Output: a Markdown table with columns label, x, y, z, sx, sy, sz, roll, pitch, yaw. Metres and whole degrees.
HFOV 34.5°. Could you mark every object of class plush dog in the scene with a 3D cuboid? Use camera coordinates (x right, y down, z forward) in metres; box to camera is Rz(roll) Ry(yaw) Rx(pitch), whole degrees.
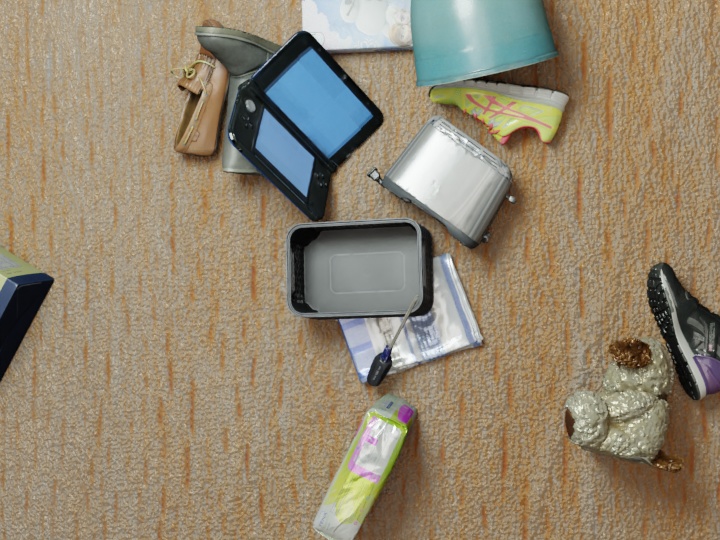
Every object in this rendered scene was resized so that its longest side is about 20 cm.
| label | x | y | z | sx | sy | sz | roll | pitch | yaw |
| --- | --- | --- | --- | --- | --- | --- | --- | --- | --- |
| plush dog | 0.378 | 0.174 | 1.589 | 0.160 | 0.200 | 0.172 | 13 | 82 | 23 |

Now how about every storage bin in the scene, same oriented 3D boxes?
| label | x | y | z | sx | sy | sz | roll | pitch | yaw |
| --- | --- | --- | --- | --- | --- | --- | --- | --- | --- |
| storage bin | 0.000 | 0.000 | 1.678 | 0.199 | 0.094 | 0.136 | -3 | 85 | 14 |

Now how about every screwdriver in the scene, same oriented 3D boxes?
| label | x | y | z | sx | sy | sz | roll | pitch | yaw |
| --- | --- | --- | --- | --- | --- | --- | --- | --- | --- |
| screwdriver | 0.045 | 0.096 | 1.645 | 0.029 | 0.028 | 0.200 | 48 | 138 | 28 |

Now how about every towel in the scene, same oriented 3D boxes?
| label | x | y | z | sx | sy | sz | roll | pitch | yaw |
| --- | --- | --- | --- | --- | --- | --- | --- | --- | --- |
| towel | 0.067 | 0.072 | 1.719 | 0.199 | 0.024 | 0.147 | -20 | 89 | 9 |

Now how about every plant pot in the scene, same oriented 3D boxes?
| label | x | y | z | sx | sy | sz | roll | pitch | yaw |
| --- | --- | --- | --- | --- | --- | --- | --- | --- | --- |
| plant pot | 0.154 | -0.364 | 1.582 | 0.199 | 0.200 | 0.189 | -11 | 101 | 9 |

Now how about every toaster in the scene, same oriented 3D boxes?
| label | x | y | z | sx | sy | sz | roll | pitch | yaw |
| --- | --- | --- | --- | --- | --- | --- | --- | --- | --- |
| toaster | 0.124 | -0.131 | 1.658 | 0.200 | 0.114 | 0.129 | 36 | 93 | 8 |

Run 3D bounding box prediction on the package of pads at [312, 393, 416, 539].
| label | x | y | z | sx | sy | sz | roll | pitch | yaw |
| --- | --- | --- | --- | --- | --- | --- | --- | --- | --- |
| package of pads | 0.009 | 0.285 | 1.671 | 0.068 | 0.154 | 0.200 | 26 | 96 | 7 |

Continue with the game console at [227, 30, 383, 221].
| label | x | y | z | sx | sy | sz | roll | pitch | yaw |
| --- | --- | --- | --- | --- | --- | --- | --- | --- | --- |
| game console | -0.073 | -0.202 | 1.639 | 0.118 | 0.171 | 0.200 | -25 | 128 | 30 |

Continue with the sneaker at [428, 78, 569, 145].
| label | x | y | z | sx | sy | sz | roll | pitch | yaw |
| --- | --- | --- | --- | --- | --- | --- | --- | --- | --- |
| sneaker | 0.193 | -0.227 | 1.661 | 0.199 | 0.078 | 0.091 | 10 | 101 | 10 |

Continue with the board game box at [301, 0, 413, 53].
| label | x | y | z | sx | sy | sz | roll | pitch | yaw |
| --- | --- | --- | --- | --- | --- | --- | --- | --- | --- |
| board game box | 0.013 | -0.422 | 1.695 | 0.198 | 0.043 | 0.201 | -1 | 92 | 9 |

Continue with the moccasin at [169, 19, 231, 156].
| label | x | y | z | sx | sy | sz | roll | pitch | yaw |
| --- | --- | --- | --- | --- | --- | --- | --- | --- | --- |
| moccasin | -0.241 | -0.272 | 1.722 | 0.078 | 0.074 | 0.202 | 7 | 103 | -29 |

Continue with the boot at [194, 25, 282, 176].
| label | x | y | z | sx | sy | sz | roll | pitch | yaw |
| --- | --- | --- | --- | --- | --- | --- | --- | --- | --- |
| boot | -0.181 | -0.242 | 1.679 | 0.072 | 0.182 | 0.201 | 17 | 95 | 42 |

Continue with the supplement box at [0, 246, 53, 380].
| label | x | y | z | sx | sy | sz | roll | pitch | yaw |
| --- | --- | --- | --- | --- | --- | --- | --- | --- | --- |
| supplement box | -0.619 | 0.051 | 1.768 | 0.199 | 0.134 | 0.200 | 31 | 97 | 6 |

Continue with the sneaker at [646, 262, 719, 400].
| label | x | y | z | sx | sy | sz | roll | pitch | yaw |
| --- | --- | --- | --- | --- | --- | --- | --- | --- | --- |
| sneaker | 0.474 | 0.075 | 1.642 | 0.087 | 0.076 | 0.201 | -21 | 93 | -6 |
